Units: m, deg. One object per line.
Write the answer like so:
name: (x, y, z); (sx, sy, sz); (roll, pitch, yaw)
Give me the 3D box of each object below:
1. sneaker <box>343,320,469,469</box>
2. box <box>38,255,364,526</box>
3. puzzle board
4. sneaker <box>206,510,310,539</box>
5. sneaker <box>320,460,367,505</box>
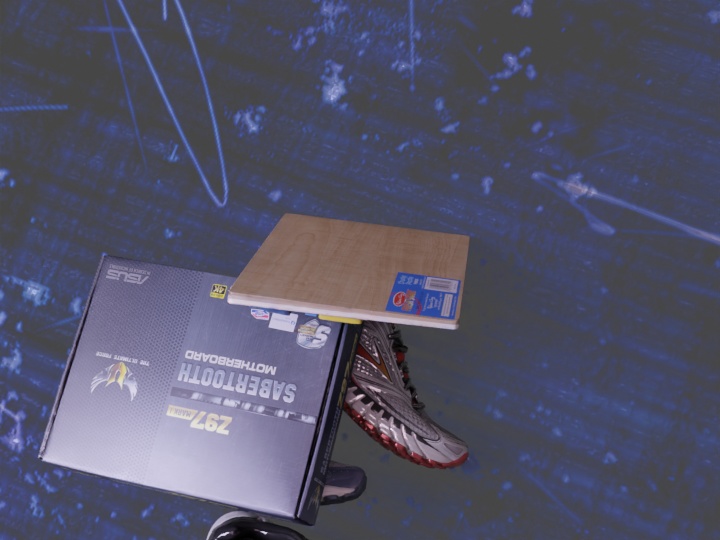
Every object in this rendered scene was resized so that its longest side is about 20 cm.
sneaker: (0.009, 0.069, 0.861); (0.082, 0.078, 0.200); (-43, 79, -6)
box: (-0.111, 0.082, 0.816); (0.200, 0.051, 0.158); (10, 74, 16)
puzzle board: (0.000, 0.000, 0.826); (0.150, 0.200, 0.017); (8, 109, 5)
sneaker: (-0.028, 0.231, 0.823); (0.200, 0.091, 0.067); (23, 79, 9)
sneaker: (-0.088, 0.121, 0.859); (0.200, 0.078, 0.086); (14, 76, 7)
